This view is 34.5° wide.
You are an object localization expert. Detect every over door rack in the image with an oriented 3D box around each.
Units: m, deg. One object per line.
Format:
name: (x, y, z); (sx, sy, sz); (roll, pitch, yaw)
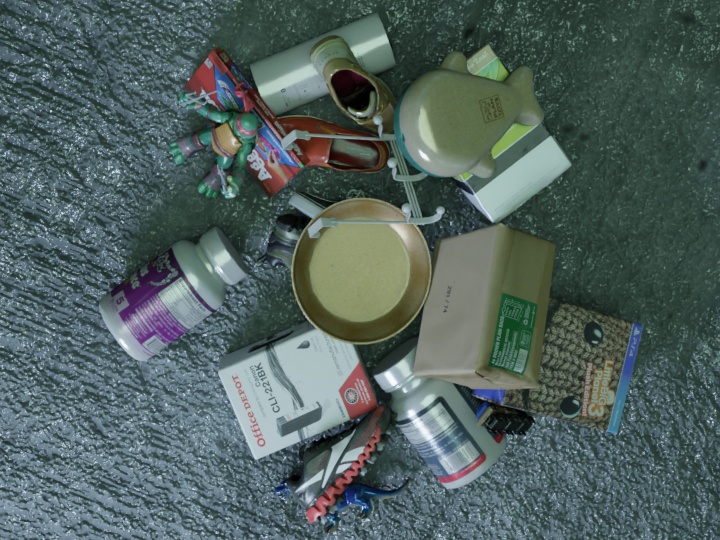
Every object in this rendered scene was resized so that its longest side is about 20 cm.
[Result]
over door rack: (0.009, -0.129, 1.557); (0.197, 0.067, 0.150); (-7, 67, -27)

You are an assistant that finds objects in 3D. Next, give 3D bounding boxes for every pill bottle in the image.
pill bottle: (-0.262, 0.029, 1.642); (0.199, 0.112, 0.113); (-36, 98, 2)
pill bottle: (0.111, 0.202, 1.676); (0.119, 0.120, 0.201); (-36, 97, 3)

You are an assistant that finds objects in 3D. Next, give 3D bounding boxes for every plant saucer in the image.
plant saucer: (0.000, 0.000, 1.611); (0.197, 0.035, 0.204); (-1, 95, -9)

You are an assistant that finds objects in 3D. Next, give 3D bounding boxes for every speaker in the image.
speaker: (-0.051, -0.287, 1.623); (0.197, 0.081, 0.082); (-22, 98, 1)

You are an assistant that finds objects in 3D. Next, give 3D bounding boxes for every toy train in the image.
toy train: (0.205, 0.210, 1.651); (0.046, 0.200, 0.034); (44, 100, 22)

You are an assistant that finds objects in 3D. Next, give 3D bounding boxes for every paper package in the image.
paper package: (0.166, 0.052, 1.563); (0.102, 0.190, 0.203); (15, 78, -21)

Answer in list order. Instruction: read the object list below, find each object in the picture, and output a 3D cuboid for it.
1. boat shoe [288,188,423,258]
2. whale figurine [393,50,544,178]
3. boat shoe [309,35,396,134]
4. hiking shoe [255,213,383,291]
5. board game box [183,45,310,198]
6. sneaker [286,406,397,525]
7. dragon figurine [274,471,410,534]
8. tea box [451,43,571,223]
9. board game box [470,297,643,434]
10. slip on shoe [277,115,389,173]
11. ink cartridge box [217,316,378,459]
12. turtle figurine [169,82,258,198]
boat shoe: (-0.003, -0.080, 1.657); (0.197, 0.074, 0.069); (23, 89, -2)
whale figurine: (0.131, -0.193, 1.446); (0.198, 0.103, 0.161); (-22, 98, -22)
boat shoe: (-0.002, -0.237, 1.588); (0.074, 0.067, 0.200); (-33, 141, 16)
hiking shoe: (-0.050, 0.002, 1.676); (0.198, 0.076, 0.101); (31, 112, -4)
board game box: (-0.161, -0.205, 1.619); (0.201, 0.103, 0.019); (52, 51, -2)
sneaker: (-0.032, 0.261, 1.645); (0.098, 0.071, 0.201); (40, 99, 7)
dragon figurine: (-0.028, 0.321, 1.718); (0.197, 0.059, 0.101); (-21, 98, 2)
tea box: (0.166, -0.188, 1.584); (0.133, 0.200, 0.198); (-35, 96, 3)
board game box: (0.279, 0.127, 1.645); (0.197, 0.097, 0.162); (15, 88, -23)
slip on shoe: (-0.055, -0.177, 1.648); (0.197, 0.061, 0.075); (10, 99, -2)
ink cartridge box: (-0.091, 0.163, 1.681); (0.197, 0.084, 0.146); (-23, 99, 2)
turtle figurine: (-0.189, -0.173, 1.578); (0.100, 0.199, 0.152); (-22, 87, -30)
